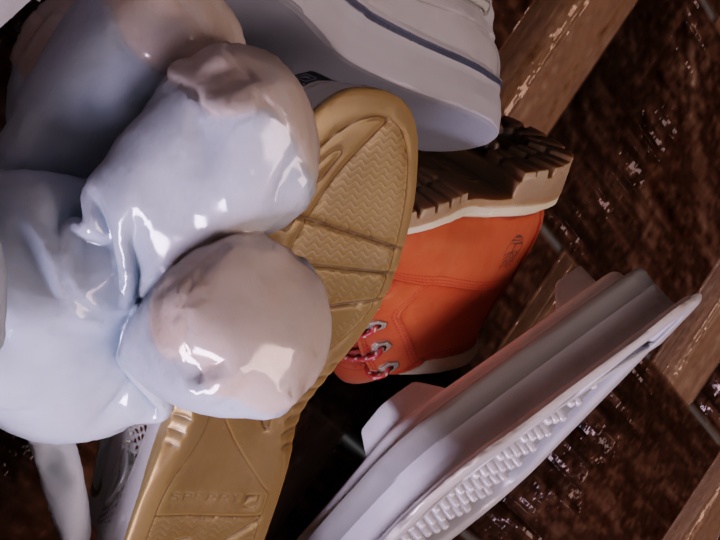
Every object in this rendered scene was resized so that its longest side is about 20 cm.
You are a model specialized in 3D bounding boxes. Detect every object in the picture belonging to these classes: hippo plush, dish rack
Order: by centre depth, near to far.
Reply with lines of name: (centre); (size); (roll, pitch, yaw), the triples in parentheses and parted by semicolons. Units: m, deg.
hippo plush: (-0.121, -0.012, 0.799); (0.161, 0.160, 0.200); (-1, 161, -34)
dish rack: (0.034, 0.074, 1.071); (0.172, 0.044, 0.200); (-34, 168, -36)

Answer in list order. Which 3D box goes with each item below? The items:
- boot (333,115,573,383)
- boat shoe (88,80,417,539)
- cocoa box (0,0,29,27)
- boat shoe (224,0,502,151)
boot: (0.000, 0.000, 1.004); (0.200, 0.075, 0.107); (-5, 124, -53)
boat shoe: (-0.047, 0.018, 0.892); (0.071, 0.069, 0.200); (11, 114, -37)
cocoa box: (-0.085, -0.187, 0.680); (0.200, 0.133, 0.131); (-46, 144, -22)
boat shoe: (-0.021, -0.098, 0.912); (0.200, 0.073, 0.065); (27, 62, -53)
